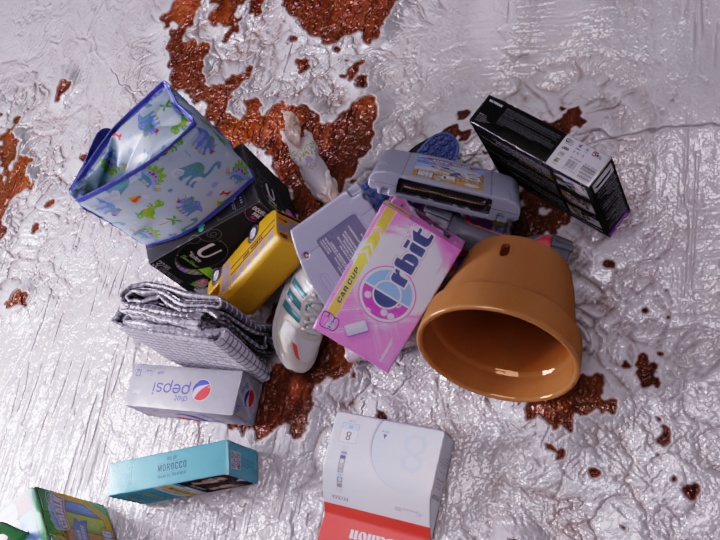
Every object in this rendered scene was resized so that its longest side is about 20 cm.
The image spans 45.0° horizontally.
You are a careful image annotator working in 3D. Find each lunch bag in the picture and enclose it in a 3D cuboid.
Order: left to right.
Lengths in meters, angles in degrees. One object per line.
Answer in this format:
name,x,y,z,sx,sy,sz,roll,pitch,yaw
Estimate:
lunch bag,-0.279,-0.133,1.209,0.200,0.170,0.128,-42,56,4

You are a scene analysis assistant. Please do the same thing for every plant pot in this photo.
plant pot,0.184,0.053,1.080,0.199,0.200,0.140,2,50,26

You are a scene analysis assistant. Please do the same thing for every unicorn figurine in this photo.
unicorn figurine,-0.060,-0.146,1.324,0.074,0.200,0.137,-45,29,6

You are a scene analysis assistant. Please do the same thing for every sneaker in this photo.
sneaker,-0.069,0.045,1.237,0.093,0.070,0.201,-16,61,58
sneaker,0.061,-0.127,1.276,0.200,0.078,0.070,-35,90,2

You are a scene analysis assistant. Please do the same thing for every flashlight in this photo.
flashlight,0.177,-0.041,1.146,0.199,0.068,0.068,21,77,8

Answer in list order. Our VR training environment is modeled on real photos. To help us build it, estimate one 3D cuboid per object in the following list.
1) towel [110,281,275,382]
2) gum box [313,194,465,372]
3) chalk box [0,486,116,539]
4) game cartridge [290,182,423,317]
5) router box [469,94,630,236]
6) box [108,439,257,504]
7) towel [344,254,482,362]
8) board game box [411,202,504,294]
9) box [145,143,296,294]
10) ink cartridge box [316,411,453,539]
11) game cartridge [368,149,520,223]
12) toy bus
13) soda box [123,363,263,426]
towel,-0.235,0.085,1.271,0.199,0.166,0.086,5,66,28
gum box,0.039,0.013,1.110,0.113,0.066,0.200,31,106,4
chalk box,-0.446,0.392,1.206,0.124,0.200,0.124,-36,57,7
game cartridge,0.000,0.000,1.175,0.133,0.041,0.200,-34,91,8
router box,0.250,-0.138,1.148,0.200,0.149,0.051,37,86,33
box,-0.252,0.288,1.233,0.199,0.082,0.049,-15,63,20
towel,0.061,0.021,1.236,0.199,0.032,0.192,-18,60,17
board game box,0.099,-0.044,1.207,0.200,0.039,0.158,-41,56,2
box,-0.214,-0.071,1.341,0.199,0.149,0.125,-28,57,12
ink cartridge box,0.020,0.293,1.119,0.160,0.047,0.201,6,68,28
game cartridge,0.116,-0.117,1.169,0.199,0.042,0.133,13,27,4
toy bus,-0.151,-0.003,1.277,0.200,0.065,0.078,-45,36,33
soda box,-0.249,0.184,1.290,0.199,0.063,0.069,0,66,25
